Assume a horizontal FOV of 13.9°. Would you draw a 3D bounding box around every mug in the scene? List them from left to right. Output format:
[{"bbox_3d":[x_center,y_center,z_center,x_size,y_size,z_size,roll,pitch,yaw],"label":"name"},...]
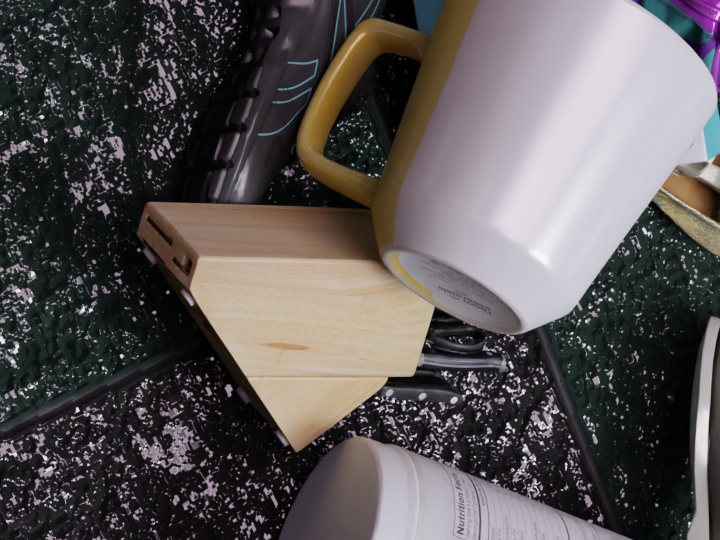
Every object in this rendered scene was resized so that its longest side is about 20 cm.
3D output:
[{"bbox_3d":[0.071,-0.054,1.495,0.149,0.186,0.154,36,73,-25],"label":"mug"}]

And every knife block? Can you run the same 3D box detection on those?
[{"bbox_3d":[0.000,0.000,1.545,0.175,0.064,0.200,-39,132,-8],"label":"knife block"}]

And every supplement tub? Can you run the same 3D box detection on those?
[{"bbox_3d":[0.063,0.180,1.566,0.199,0.132,0.133,22,79,-21],"label":"supplement tub"}]

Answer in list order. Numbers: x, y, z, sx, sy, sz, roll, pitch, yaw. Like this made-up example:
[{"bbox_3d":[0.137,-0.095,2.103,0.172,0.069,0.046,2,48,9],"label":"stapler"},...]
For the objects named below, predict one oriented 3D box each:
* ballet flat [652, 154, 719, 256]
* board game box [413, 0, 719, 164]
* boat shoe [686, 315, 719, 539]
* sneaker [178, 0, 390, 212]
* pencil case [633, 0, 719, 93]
[{"bbox_3d":[0.197,-0.058,1.674,0.200,0.071,0.071,32,75,-20],"label":"ballet flat"},{"bbox_3d":[0.105,-0.151,1.588,0.150,0.047,0.201,-7,99,20],"label":"board game box"},{"bbox_3d":[0.213,0.119,1.639,0.060,0.072,0.203,1,60,8],"label":"boat shoe"},{"bbox_3d":[-0.033,-0.095,1.569,0.079,0.075,0.201,27,77,-23],"label":"sneaker"},{"bbox_3d":[0.114,-0.169,1.506,0.199,0.092,0.085,28,98,10],"label":"pencil case"}]
